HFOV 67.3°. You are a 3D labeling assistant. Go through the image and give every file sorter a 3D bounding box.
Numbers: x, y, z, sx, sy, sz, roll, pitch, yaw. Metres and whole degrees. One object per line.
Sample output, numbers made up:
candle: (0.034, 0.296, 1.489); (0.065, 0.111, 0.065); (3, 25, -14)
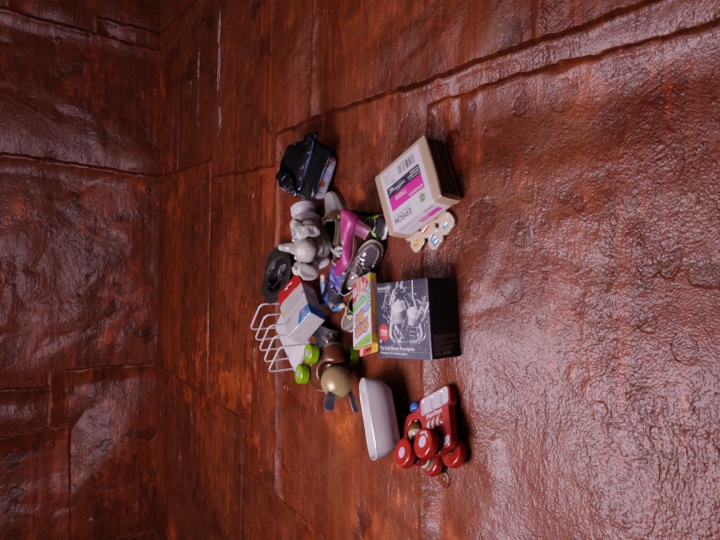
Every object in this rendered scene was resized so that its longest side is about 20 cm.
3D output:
file sorter: (-0.278, 0.227, 1.851); (0.202, 0.122, 0.141); (57, 132, 35)

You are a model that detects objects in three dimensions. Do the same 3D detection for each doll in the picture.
doll: (-0.086, 0.057, 1.658); (0.137, 0.047, 0.204); (47, 132, 33)

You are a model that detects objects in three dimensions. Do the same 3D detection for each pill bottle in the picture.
pill bottle: (-0.165, -0.110, 1.714); (0.108, 0.106, 0.206); (-33, 64, 47)

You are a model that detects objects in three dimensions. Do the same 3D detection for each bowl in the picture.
bowl: (0.049, 0.382, 1.412); (0.200, 0.072, 0.206); (104, 156, -70)

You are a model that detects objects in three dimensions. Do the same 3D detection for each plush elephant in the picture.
plush elephant: (-0.158, -0.062, 1.539); (0.195, 0.153, 0.171); (6, 95, 32)

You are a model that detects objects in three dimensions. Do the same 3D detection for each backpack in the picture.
backpack: (-0.175, -0.316, 1.688); (0.188, 0.152, 0.205); (20, 86, 50)

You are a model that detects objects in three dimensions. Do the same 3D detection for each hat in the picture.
hat: (-0.264, 0.021, 1.860); (0.198, 0.079, 0.207); (-25, 58, 47)

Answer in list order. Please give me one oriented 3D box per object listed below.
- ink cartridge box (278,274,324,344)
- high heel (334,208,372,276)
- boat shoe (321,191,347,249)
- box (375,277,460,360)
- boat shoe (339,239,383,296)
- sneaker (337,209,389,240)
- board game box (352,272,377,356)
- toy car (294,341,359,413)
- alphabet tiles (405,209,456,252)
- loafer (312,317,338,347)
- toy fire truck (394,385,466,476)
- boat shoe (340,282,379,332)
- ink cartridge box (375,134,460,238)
ink cartridge box: (-0.190, 0.115, 1.701); (0.116, 0.066, 0.202); (-46, 38, 18)
high heel: (-0.049, -0.076, 1.496); (0.095, 0.068, 0.202); (31, 119, -2)
boat shoe: (-0.079, -0.151, 1.633); (0.074, 0.067, 0.205); (-39, 60, 45)
box: (0.135, 0.117, 1.320); (0.197, 0.102, 0.189); (-9, 82, 52)
boat shoe: (0.000, 0.000, 1.507); (0.201, 0.071, 0.065); (-51, 9, 38)
sneaker: (0.005, -0.127, 1.510); (0.198, 0.081, 0.074); (18, 104, 51)
board game box: (0.012, 0.117, 1.422); (0.095, 0.029, 0.207); (-29, 60, 56)
toy car: (-0.075, 0.320, 1.520); (0.161, 0.160, 0.202); (-64, 33, 30)
alphabet tiles: (0.165, -0.154, 1.352); (0.198, 0.014, 0.203); (-56, 49, 33)
loafer: (-0.129, 0.178, 1.707); (0.199, 0.072, 0.074); (38, 104, 41)
toy fire truck: (0.163, 0.386, 1.298); (0.200, 0.110, 0.172); (-43, 33, 44)
boat shoe: (-0.011, 0.106, 1.548); (0.203, 0.059, 0.073); (-54, 50, 38)
ink cartridge box: (0.134, -0.201, 1.324); (0.199, 0.073, 0.170); (-35, 61, 44)
